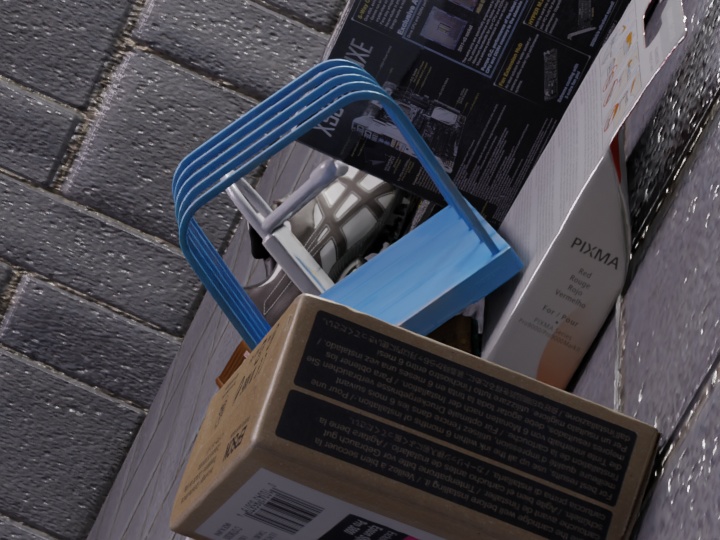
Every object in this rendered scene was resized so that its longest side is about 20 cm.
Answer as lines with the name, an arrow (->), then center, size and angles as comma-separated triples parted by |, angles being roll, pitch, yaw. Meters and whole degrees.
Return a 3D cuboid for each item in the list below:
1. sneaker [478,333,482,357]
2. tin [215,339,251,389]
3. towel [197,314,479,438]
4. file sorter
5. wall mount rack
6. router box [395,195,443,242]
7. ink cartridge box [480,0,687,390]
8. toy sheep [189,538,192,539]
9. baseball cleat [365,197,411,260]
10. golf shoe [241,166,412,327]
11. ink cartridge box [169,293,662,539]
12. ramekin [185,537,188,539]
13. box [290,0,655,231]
sneaker -> 0.036, 0.059, 1.591 | 0.200, 0.090, 0.075 | 172, 122, -83
tin -> -0.025, 0.091, 1.828 | 0.042, 0.112, 0.200 | -56, 17, 2
towel -> -0.009, 0.118, 1.526 | 0.200, 0.022, 0.147 | -25, 59, 40
file sorter -> -0.017, -0.025, 1.546 | 0.139, 0.123, 0.200 | -34, 10, 1
wall mount rack -> 0.000, 0.000, 1.765 | 0.075, 0.200, 0.174 | -40, 1, 7
router box -> 0.077, -0.072, 1.884 | 0.200, 0.051, 0.149 | 120, 171, -53
ink cartridge box -> 0.126, -0.052, 1.498 | 0.200, 0.050, 0.162 | -58, 9, 21
toy sheep -> -0.034, 0.152, 1.653 | 0.138, 0.138, 0.200 | 127, 149, -64
baseball cleat -> 0.028, -0.005, 2.046 | 0.106, 0.070, 0.200 | -51, 25, 45
golf shoe -> -0.019, -0.037, 1.911 | 0.078, 0.094, 0.200 | 111, -179, -61
ink cartridge box -> 0.018, 0.092, 1.297 | 0.200, 0.164, 0.075 | 130, 160, -70
ramekin -> -0.077, 0.227, 1.883 | 0.202, 0.094, 0.203 | -157, 90, -83
box -> 0.070, -0.135, 1.715 | 0.050, 0.157, 0.200 | -89, 23, -73
